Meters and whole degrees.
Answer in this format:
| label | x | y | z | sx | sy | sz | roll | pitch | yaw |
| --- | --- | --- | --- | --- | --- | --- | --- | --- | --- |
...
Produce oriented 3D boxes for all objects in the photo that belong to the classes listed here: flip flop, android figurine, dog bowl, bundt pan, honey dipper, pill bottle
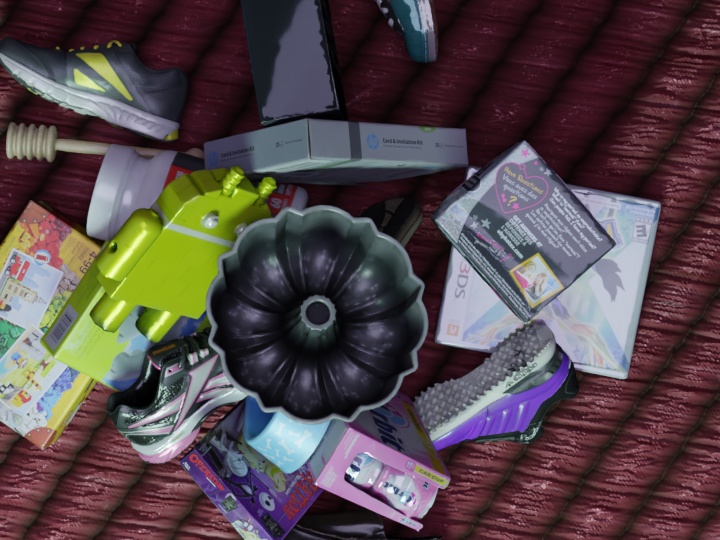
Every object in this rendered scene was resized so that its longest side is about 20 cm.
| label | x | y | z | sx | sy | sz | roll | pitch | yaw |
| --- | --- | --- | --- | --- | --- | --- | --- | --- | --- |
| flip flop | 0.000 | 0.000 | 1.675 | 0.081 | 0.200 | 0.058 | 8 | 130 | 32 |
| android figurine | -0.156 | -0.017 | 1.565 | 0.200 | 0.182 | 0.041 | -47 | 56 | 17 |
| dog bowl | -0.068 | 0.103 | 1.653 | 0.049 | 0.200 | 0.112 | 26 | 123 | -19 |
| bundt pan | -0.043 | 0.046 | 1.551 | 0.201 | 0.076 | 0.203 | 2 | 75 | -8 |
| honey dipper | -0.255 | -0.122 | 1.730 | 0.199 | 0.038 | 0.038 | 5 | 93 | -3 |
| pill bottle | -0.160 | -0.051 | 1.685 | 0.199 | 0.116 | 0.116 | 16 | 93 | -2 |

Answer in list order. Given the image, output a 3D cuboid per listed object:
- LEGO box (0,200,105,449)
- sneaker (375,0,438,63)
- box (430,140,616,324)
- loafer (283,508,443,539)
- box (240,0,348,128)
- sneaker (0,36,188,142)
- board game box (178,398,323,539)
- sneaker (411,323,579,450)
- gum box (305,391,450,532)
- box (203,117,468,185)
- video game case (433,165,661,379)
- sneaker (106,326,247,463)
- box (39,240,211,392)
| label | x | y | z | sx | sy | sz | roll | pitch | yaw |
| --- | --- | --- | --- | --- | --- | --- | --- | --- | --- |
| LEGO box | -0.316 | 0.052 | 1.716 | 0.149 | 0.077 | 0.200 | 33 | 93 | 0 |
| sneaker | 0.023 | -0.295 | 1.698 | 0.080 | 0.071 | 0.201 | -16 | 88 | 7 |
| box | 0.149 | -0.041 | 1.617 | 0.115 | 0.200 | 0.132 | -41 | 91 | 2 |
| loafer | -0.005 | 0.269 | 1.729 | 0.199 | 0.073 | 0.072 | 18 | 88 | -8 |
| box | -0.060 | -0.198 | 1.628 | 0.079 | 0.200 | 0.142 | -12 | 85 | 2 |
| sneaker | -0.264 | -0.196 | 1.712 | 0.199 | 0.074 | 0.085 | 23 | 87 | -9 |
| board game box | -0.090 | 0.184 | 1.660 | 0.032 | 0.200 | 0.120 | -35 | 94 | 26 |
| sneaker | 0.132 | 0.146 | 1.715 | 0.200 | 0.070 | 0.100 | -33 | 119 | 16 |
| gum box | 0.005 | 0.162 | 1.637 | 0.113 | 0.200 | 0.066 | 27 | 102 | -19 |
| box | -0.022 | -0.109 | 1.614 | 0.200 | 0.156 | 0.041 | 1 | 85 | -41 |
| video game case | 0.188 | 0.002 | 1.729 | 0.199 | 0.022 | 0.183 | 11 | 93 | 1 |
| sneaker | -0.158 | 0.093 | 1.631 | 0.200 | 0.080 | 0.086 | -47 | 126 | -3 |
| box | -0.198 | 0.068 | 1.675 | 0.200 | 0.048 | 0.122 | 32 | 94 | -38 |
